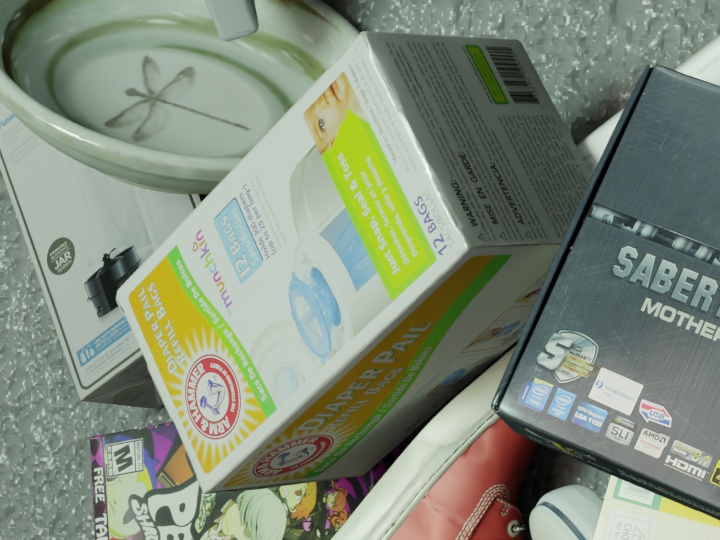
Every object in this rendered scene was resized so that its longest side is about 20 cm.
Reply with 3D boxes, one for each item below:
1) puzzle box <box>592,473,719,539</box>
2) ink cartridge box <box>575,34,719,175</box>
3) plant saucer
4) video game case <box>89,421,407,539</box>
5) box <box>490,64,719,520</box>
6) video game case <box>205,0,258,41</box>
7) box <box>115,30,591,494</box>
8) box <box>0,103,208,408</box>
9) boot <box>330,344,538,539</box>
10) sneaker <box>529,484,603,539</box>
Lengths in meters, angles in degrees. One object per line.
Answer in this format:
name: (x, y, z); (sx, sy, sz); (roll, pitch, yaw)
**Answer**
puzzle box: (0.158, 0.127, 1.066); (0.133, 0.025, 0.200); (14, 82, 20)
ink cartridge box: (0.179, 0.006, 1.126); (0.160, 0.047, 0.200); (-37, 79, 29)
plant saucer: (-0.088, -0.085, 1.251); (0.200, 0.200, 0.050); (41, 132, 35)
video game case: (-0.051, 0.167, 1.283); (0.181, 0.036, 0.201); (-11, 77, 36)
box: (0.173, 0.026, 1.043); (0.200, 0.051, 0.158); (23, 82, 20)
video game case: (-0.095, -0.237, 1.245); (0.022, 0.200, 0.183); (-17, 43, 5)
box: (0.000, 0.000, 1.158); (0.200, 0.101, 0.113); (-43, 62, 37)
box: (-0.117, -0.044, 1.348); (0.117, 0.060, 0.200); (-34, 64, 30)
boot: (0.067, 0.136, 1.183); (0.144, 0.072, 0.200); (39, 93, 10)
sneaker: (0.103, 0.189, 1.109); (0.073, 0.071, 0.200); (123, 129, -67)
